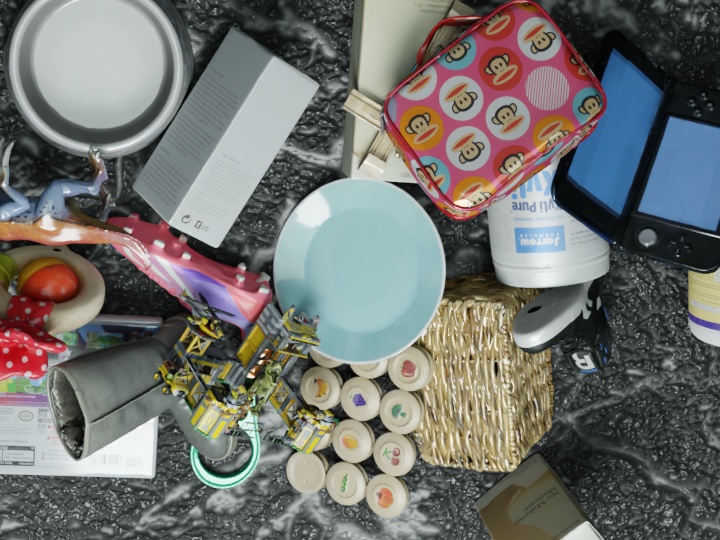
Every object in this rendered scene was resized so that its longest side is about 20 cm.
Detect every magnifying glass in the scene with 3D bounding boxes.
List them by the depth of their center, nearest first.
[{"bbox_3d":[-0.133,0.150,1.447,0.079,0.022,0.201,18,98,-12],"label":"magnifying glass"}]

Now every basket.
[{"bbox_3d":[0.129,0.108,1.456,0.142,0.149,0.202,0,104,26],"label":"basket"}]

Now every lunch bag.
[{"bbox_3d":[0.121,-0.167,1.266,0.199,0.082,0.177,-35,83,-2],"label":"lunch bag"}]

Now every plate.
[{"bbox_3d":[0.000,0.000,1.399,0.199,0.026,0.202,0,90,21],"label":"plate"}]

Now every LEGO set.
[{"bbox_3d":[-0.100,0.097,1.329,0.199,0.154,0.116,21,112,-37],"label":"LEGO set"}]

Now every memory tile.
[{"bbox_3d":[-0.004,0.166,1.431,0.152,0.017,0.202,15,104,22],"label":"memory tile"}]

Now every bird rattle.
[{"bbox_3d":[-0.336,0.021,1.307,0.162,0.200,0.113,-19,126,-36],"label":"bird rattle"}]

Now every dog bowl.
[{"bbox_3d":[-0.270,-0.212,1.329,0.198,0.059,0.202,-2,103,-9],"label":"dog bowl"}]

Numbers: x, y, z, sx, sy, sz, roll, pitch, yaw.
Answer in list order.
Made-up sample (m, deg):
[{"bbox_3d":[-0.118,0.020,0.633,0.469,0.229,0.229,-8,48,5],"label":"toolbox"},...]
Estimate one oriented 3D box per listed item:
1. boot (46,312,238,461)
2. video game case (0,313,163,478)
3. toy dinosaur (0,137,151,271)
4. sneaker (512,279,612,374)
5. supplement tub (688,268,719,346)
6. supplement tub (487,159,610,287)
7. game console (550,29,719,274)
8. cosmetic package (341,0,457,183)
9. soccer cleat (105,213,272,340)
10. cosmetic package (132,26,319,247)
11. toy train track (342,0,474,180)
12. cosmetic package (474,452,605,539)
[{"bbox_3d":[-0.222,0.148,1.335,0.072,0.200,0.183,-17,99,30],"label":"boot"},{"bbox_3d":[-0.320,0.136,1.416,0.198,0.023,0.184,3,102,-8],"label":"video game case"},{"bbox_3d":[-0.335,-0.059,1.285,0.181,0.105,0.200,-29,68,-21],"label":"toy dinosaur"},{"bbox_3d":[0.231,0.072,1.399,0.073,0.200,0.113,-14,105,30],"label":"sneaker"},{"bbox_3d":[0.436,-0.025,1.429,0.144,0.145,0.202,-5,103,-7],"label":"supplement tub"},{"bbox_3d":[0.198,-0.094,1.387,0.131,0.132,0.202,-9,102,-6],"label":"supplement tub"},{"bbox_3d":[0.310,-0.122,1.325,0.170,0.118,0.201,16,78,22],"label":"game console"},{"bbox_3d":[0.040,-0.197,1.372,0.103,0.073,0.202,2,101,-9],"label":"cosmetic package"},{"bbox_3d":[-0.190,0.007,1.388,0.199,0.067,0.077,24,111,-12],"label":"soccer cleat"},{"bbox_3d":[-0.141,-0.138,1.334,0.071,0.101,0.201,27,99,-41],"label":"cosmetic package"},{"bbox_3d":[0.058,-0.184,1.322,0.114,0.033,0.201,29,95,-13],"label":"toy train track"},{"bbox_3d":[0.204,0.291,1.434,0.105,0.200,0.071,-39,105,1],"label":"cosmetic package"}]
